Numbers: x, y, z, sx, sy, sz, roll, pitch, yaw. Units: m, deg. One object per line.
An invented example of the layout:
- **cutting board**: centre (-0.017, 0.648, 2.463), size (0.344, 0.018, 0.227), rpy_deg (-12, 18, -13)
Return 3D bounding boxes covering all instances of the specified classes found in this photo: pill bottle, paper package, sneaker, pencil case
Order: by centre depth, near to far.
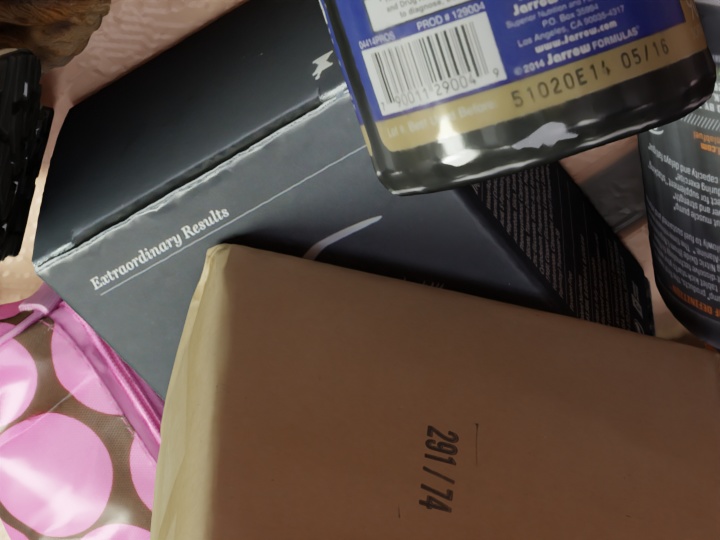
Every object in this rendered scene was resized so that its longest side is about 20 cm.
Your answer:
- **pill bottle**: centre (0.029, -0.132, 0.700), size (0.112, 0.112, 0.200), rpy_deg (-16, 96, 14)
- **paper package**: centre (0.027, 0.103, 0.737), size (0.191, 0.200, 0.104), rpy_deg (12, 128, -9)
- **sneaker**: centre (-0.158, -0.041, 0.779), size (0.088, 0.200, 0.076), rpy_deg (14, 84, -5)
- **pill bottle**: centre (0.152, -0.040, 0.810), size (0.106, 0.106, 0.200), rpy_deg (-7, 128, 7)
- **pencil case**: centre (-0.083, 0.094, 0.871), size (0.200, 0.091, 0.094), rpy_deg (54, 146, 0)

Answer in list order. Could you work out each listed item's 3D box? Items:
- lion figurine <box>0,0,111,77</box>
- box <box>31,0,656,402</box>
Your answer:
- **lion figurine**: centre (-0.091, -0.145, 0.756), size (0.200, 0.072, 0.122), rpy_deg (-43, 150, 22)
- **box**: centre (0.000, 0.000, 0.848), size (0.148, 0.104, 0.200), rpy_deg (-27, 122, 22)
